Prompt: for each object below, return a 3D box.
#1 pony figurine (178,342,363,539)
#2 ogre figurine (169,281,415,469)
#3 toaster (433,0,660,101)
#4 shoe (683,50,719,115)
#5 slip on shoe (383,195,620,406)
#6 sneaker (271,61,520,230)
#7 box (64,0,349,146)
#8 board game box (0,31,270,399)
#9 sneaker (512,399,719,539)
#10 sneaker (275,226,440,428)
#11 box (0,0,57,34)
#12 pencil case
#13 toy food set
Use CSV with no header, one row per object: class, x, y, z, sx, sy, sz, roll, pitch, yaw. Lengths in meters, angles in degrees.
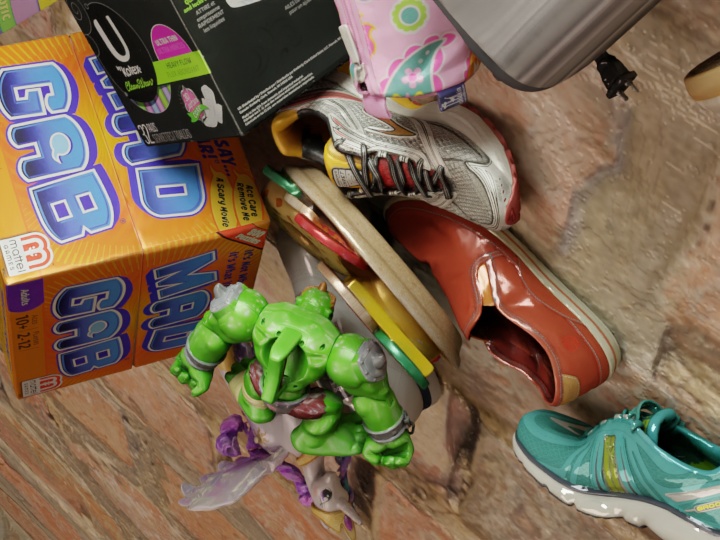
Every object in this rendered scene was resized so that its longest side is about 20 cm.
pony figurine,-0.080,0.159,1.221,0.192,0.166,0.202,-3,106,48
ogre figurine,-0.048,0.077,0.964,0.199,0.098,0.121,37,142,23
toaster,0.088,-0.177,0.576,0.201,0.113,0.129,53,150,0
shoe,0.221,-0.084,0.530,0.199,0.070,0.054,-4,113,55
slip on shoe,0.086,0.015,0.865,0.200,0.061,0.074,43,153,19
sneaker,0.023,-0.070,0.835,0.199,0.082,0.078,28,144,36
box,-0.116,-0.202,0.843,0.148,0.124,0.202,3,125,55
board game box,-0.207,-0.049,1.016,0.201,0.198,0.202,112,139,-59
sneaker,0.189,0.122,0.848,0.199,0.077,0.081,14,116,43
sneaker,-0.015,0.049,1.038,0.201,0.080,0.076,56,154,-5
box,-0.361,-0.331,1.091,0.199,0.096,0.177,37,149,25
pencil case,0.010,-0.190,0.710,0.087,0.087,0.202,21,139,44
toy food set,0.000,0.000,0.915,0.200,0.049,0.198,50,178,-2
